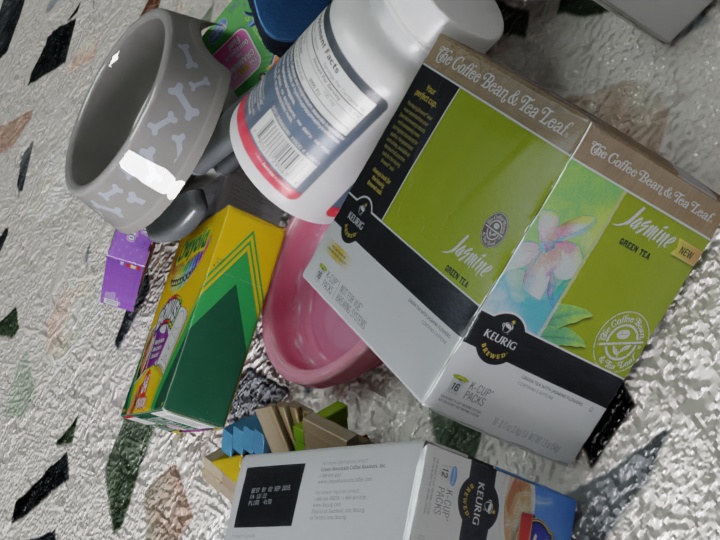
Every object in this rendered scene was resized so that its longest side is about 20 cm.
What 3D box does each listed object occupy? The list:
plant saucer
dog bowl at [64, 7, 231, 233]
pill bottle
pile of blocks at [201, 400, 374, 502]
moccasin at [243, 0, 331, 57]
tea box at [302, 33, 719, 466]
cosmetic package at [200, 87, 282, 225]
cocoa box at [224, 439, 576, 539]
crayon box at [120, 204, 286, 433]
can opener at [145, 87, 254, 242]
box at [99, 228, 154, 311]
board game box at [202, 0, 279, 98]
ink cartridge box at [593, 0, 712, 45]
[{"bbox_3d":[0.000,0.000,1.198,0.200,0.051,0.202,-36,41,39],"label":"plant saucer"},{"bbox_3d":[-0.187,-0.134,1.320,0.200,0.058,0.201,-41,36,39],"label":"dog bowl"},{"bbox_3d":[0.007,-0.137,1.119,0.200,0.119,0.120,-42,38,33],"label":"pill bottle"},{"bbox_3d":[-0.047,0.129,1.159,0.199,0.062,0.083,-10,102,50],"label":"pile of blocks"},{"bbox_3d":[-0.058,-0.245,1.269,0.068,0.080,0.201,109,165,-52],"label":"moccasin"},{"bbox_3d":[0.093,-0.019,0.995,0.198,0.133,0.200,-60,32,10],"label":"tea box"},{"bbox_3d":[-0.105,-0.126,1.418,0.101,0.074,0.201,-8,64,53],"label":"cosmetic package"},{"bbox_3d":[0.016,0.191,0.967,0.199,0.131,0.134,-13,59,52],"label":"cocoa box"},{"bbox_3d":[-0.138,0.047,1.312,0.200,0.058,0.174,160,128,-70],"label":"crayon box"},{"bbox_3d":[-0.118,-0.088,1.297,0.200,0.052,0.067,-37,66,44],"label":"can opener"},{"bbox_3d":[-0.209,-0.048,1.475,0.200,0.039,0.138,131,155,-73],"label":"box"},{"bbox_3d":[-0.038,-0.185,1.303,0.153,0.040,0.200,-47,53,17],"label":"board game box"},{"bbox_3d":[0.204,-0.276,1.053,0.145,0.083,0.201,-45,37,28],"label":"ink cartridge box"}]
